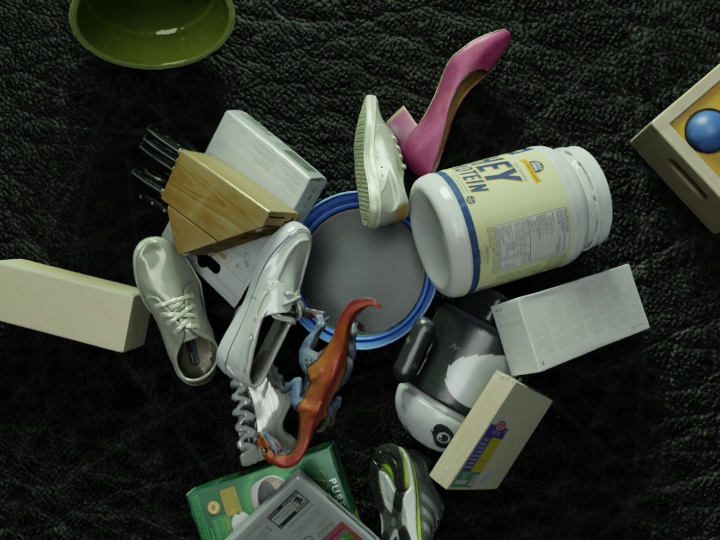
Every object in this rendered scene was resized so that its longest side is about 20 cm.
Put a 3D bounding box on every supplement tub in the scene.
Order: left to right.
[{"bbox_3d":[0.171,-0.061,0.835,0.199,0.145,0.146,-16,85,-12],"label":"supplement tub"}]

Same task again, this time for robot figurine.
[{"bbox_3d":[0.124,0.118,0.855,0.150,0.125,0.201,29,90,12],"label":"robot figurine"}]

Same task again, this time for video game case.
[{"bbox_3d":[-0.078,0.367,0.880,0.182,0.023,0.200,43,100,-10],"label":"video game case"}]

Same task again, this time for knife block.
[{"bbox_3d":[-0.188,-0.113,0.885,0.199,0.064,0.176,-15,85,29],"label":"knife block"}]

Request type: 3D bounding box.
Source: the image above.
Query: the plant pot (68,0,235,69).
[{"bbox_3d":[-0.273,-0.394,0.917,0.199,0.200,0.191,-15,72,6],"label":"plant pot"}]

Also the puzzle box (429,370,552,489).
[{"bbox_3d":[0.155,0.186,0.814,0.025,0.200,0.133,34,91,30],"label":"puzzle box"}]

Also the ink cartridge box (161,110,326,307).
[{"bbox_3d":[-0.155,-0.081,0.931,0.162,0.057,0.200,40,114,22],"label":"ink cartridge box"}]

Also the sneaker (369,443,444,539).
[{"bbox_3d":[0.068,0.308,0.858,0.074,0.081,0.201,-20,68,47],"label":"sneaker"}]

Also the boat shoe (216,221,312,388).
[{"bbox_3d":[-0.098,0.043,0.848,0.065,0.073,0.201,26,95,35],"label":"boat shoe"}]

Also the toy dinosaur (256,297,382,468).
[{"bbox_3d":[-0.062,0.135,0.835,0.105,0.200,0.182,17,65,-6],"label":"toy dinosaur"}]

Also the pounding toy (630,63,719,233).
[{"bbox_3d":[0.463,-0.149,0.822,0.184,0.142,0.200,-41,83,3],"label":"pounding toy"}]

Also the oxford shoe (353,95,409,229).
[{"bbox_3d":[0.026,-0.134,0.888,0.057,0.075,0.201,1,55,-11],"label":"oxford shoe"}]

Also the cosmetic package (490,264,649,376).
[{"bbox_3d":[0.244,0.055,0.827,0.199,0.051,0.083,-12,82,-34],"label":"cosmetic package"}]

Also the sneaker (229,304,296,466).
[{"bbox_3d":[-0.129,0.143,0.918,0.081,0.075,0.201,-6,85,-12],"label":"sneaker"}]

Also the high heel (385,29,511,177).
[{"bbox_3d":[0.126,-0.207,0.898,0.200,0.067,0.096,-39,73,8],"label":"high heel"}]

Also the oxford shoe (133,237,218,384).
[{"bbox_3d":[-0.227,0.053,0.903,0.075,0.058,0.201,-20,100,-17],"label":"oxford shoe"}]

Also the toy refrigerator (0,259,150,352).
[{"bbox_3d":[-0.383,0.044,0.950,0.199,0.070,0.076,13,95,8],"label":"toy refrigerator"}]

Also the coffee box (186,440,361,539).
[{"bbox_3d":[-0.107,0.306,0.912,0.199,0.044,0.123,-21,87,6],"label":"coffee box"}]

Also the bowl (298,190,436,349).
[{"bbox_3d":[0.000,0.000,0.920,0.200,0.039,0.202,0,87,7],"label":"bowl"}]
